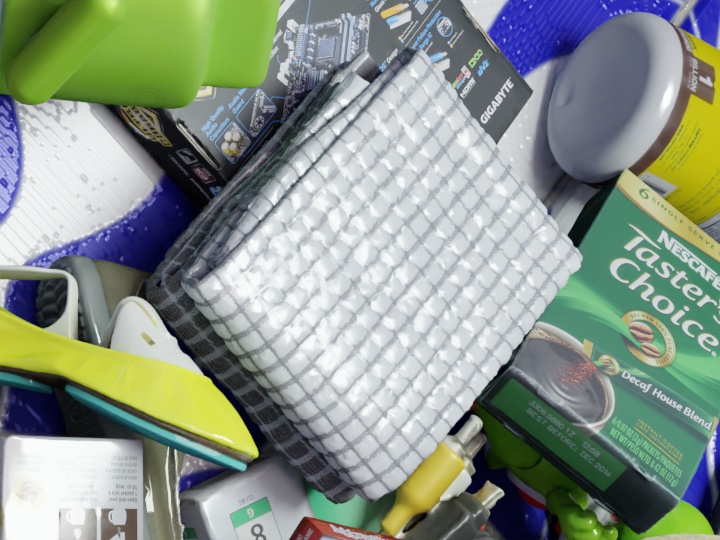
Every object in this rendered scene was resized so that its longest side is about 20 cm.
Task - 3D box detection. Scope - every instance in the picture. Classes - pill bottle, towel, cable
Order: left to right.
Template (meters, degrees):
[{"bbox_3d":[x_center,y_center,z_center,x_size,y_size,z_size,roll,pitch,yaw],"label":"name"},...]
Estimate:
[{"bbox_3d":[0.000,0.000,1.347,0.166,0.086,0.200,50,59,-18],"label":"towel"},{"bbox_3d":[0.006,0.167,1.368,0.200,0.050,0.097,-37,139,-16],"label":"cable"},{"bbox_3d":[0.219,-0.073,1.559,0.200,0.109,0.109,24,69,-32],"label":"pill bottle"}]

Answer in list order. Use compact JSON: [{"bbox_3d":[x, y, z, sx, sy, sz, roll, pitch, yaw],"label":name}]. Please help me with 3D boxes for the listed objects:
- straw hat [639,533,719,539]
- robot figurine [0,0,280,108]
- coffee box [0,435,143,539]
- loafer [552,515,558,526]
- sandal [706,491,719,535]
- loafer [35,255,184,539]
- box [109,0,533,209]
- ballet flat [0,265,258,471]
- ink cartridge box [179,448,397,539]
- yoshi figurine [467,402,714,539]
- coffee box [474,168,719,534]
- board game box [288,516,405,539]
[{"bbox_3d":[0.171,0.244,1.387,0.201,0.201,0.085,49,25,-21],"label":"straw hat"},{"bbox_3d":[-0.142,-0.143,1.274,0.200,0.116,0.176,6,38,-10],"label":"robot figurine"},{"bbox_3d":[-0.165,0.183,1.230,0.080,0.114,0.200,4,80,-37],"label":"coffee box"},{"bbox_3d":[0.156,0.094,1.510,0.073,0.071,0.200,-3,85,-37],"label":"loafer"},{"bbox_3d":[0.235,0.174,1.583,0.076,0.043,0.200,42,70,-17],"label":"sandal"},{"bbox_3d":[-0.111,0.087,1.309,0.070,0.075,0.200,-9,88,-33],"label":"loafer"},{"bbox_3d":[-0.020,-0.101,1.422,0.199,0.050,0.200,47,60,-21],"label":"box"},{"bbox_3d":[-0.137,0.038,1.242,0.067,0.200,0.067,49,59,-75],"label":"ballet flat"},{"bbox_3d":[-0.006,0.188,1.391,0.161,0.050,0.200,-23,95,-37],"label":"ink cartridge box"},{"bbox_3d":[0.137,0.115,1.436,0.112,0.112,0.200,-31,92,2],"label":"yoshi figurine"},{"bbox_3d":[0.152,0.041,1.426,0.123,0.044,0.200,40,42,-3],"label":"coffee box"},{"bbox_3d":[0.011,0.189,1.335,0.200,0.019,0.103,21,103,-50],"label":"board game box"}]
